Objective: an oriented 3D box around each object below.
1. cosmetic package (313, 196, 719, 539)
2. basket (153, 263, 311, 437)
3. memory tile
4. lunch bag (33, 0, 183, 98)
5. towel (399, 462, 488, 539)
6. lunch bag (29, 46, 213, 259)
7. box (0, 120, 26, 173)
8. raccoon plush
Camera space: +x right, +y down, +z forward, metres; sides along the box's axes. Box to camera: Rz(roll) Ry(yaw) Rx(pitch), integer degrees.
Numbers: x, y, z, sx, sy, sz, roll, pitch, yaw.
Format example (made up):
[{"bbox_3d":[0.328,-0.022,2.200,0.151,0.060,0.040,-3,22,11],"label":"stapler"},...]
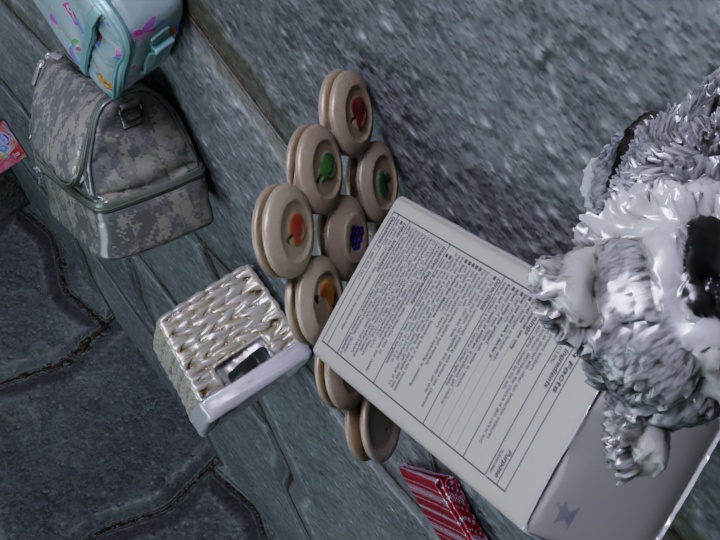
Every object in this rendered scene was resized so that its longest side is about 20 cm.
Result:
[{"bbox_3d":[0.073,0.050,0.623,0.087,0.104,0.200,29,-176,-35],"label":"cosmetic package"},{"bbox_3d":[-0.148,0.089,1.381,0.124,0.135,0.200,56,165,5],"label":"basket"},{"bbox_3d":[0.000,0.000,0.741,0.017,0.154,0.201,0,133,27],"label":"memory tile"},{"bbox_3d":[-0.215,-0.230,1.026,0.161,0.077,0.200,57,165,-1],"label":"lunch bag"},{"bbox_3d":[0.108,0.268,1.168,0.201,0.022,0.145,59,167,-3],"label":"towel"},{"bbox_3d":[-0.251,-0.127,1.266,0.200,0.138,0.170,35,139,52],"label":"lunch bag"},{"bbox_3d":[-0.821,-0.268,2.819,0.095,0.102,0.200,59,164,-15],"label":"box"},{"bbox_3d":[0.097,0.006,0.425,0.097,0.133,0.200,53,165,2],"label":"raccoon plush"}]
